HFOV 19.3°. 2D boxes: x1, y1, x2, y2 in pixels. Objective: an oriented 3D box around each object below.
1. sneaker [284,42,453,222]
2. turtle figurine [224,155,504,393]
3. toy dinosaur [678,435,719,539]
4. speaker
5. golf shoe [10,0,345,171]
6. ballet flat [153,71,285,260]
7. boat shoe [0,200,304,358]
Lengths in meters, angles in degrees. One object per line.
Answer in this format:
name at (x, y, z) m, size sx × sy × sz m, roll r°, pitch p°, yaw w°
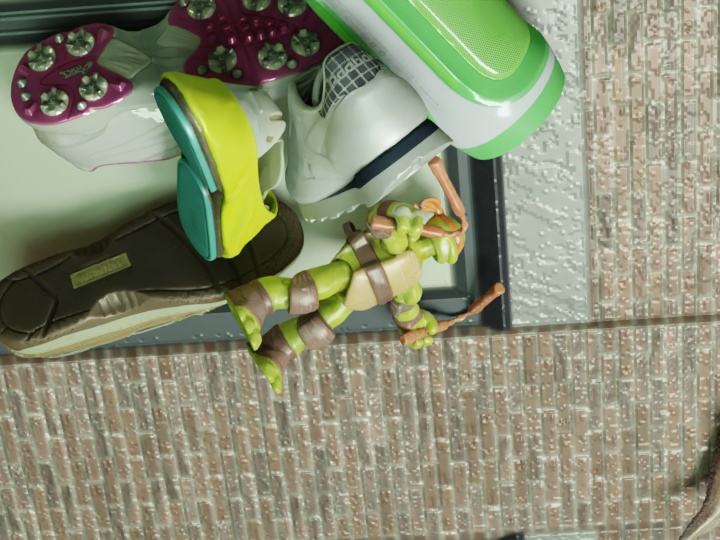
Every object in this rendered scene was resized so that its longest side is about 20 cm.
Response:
sneaker at (-0.009, -0.080, 1.202) m, size 0.076 × 0.200 × 0.081 m, roll -41°, pitch 96°, yaw -17°
turtle figurine at (0.000, 0.000, 1.274) m, size 0.161 × 0.064 × 0.200 m, roll -27°, pitch 154°, yaw -7°
toy dinosaur at (0.285, 0.115, 1.375) m, size 0.200 × 0.086 × 0.136 m, roll -20°, pitch 113°, yaw 34°
speaker at (0.025, -0.153, 1.186) m, size 0.088 × 0.089 × 0.200 m, roll -36°, pitch 117°, yaw 23°
golf shoe at (-0.100, -0.110, 1.240) m, size 0.200 × 0.075 × 0.092 m, roll -10°, pitch 148°, yaw 5°
ballet flat at (-0.074, -0.069, 1.197) m, size 0.067 × 0.067 × 0.200 m, roll -30°, pitch 160°, yaw -12°
boat shoe at (-0.130, 0.007, 1.321) m, size 0.200 × 0.072 × 0.076 m, roll -15°, pitch 158°, yaw 1°
